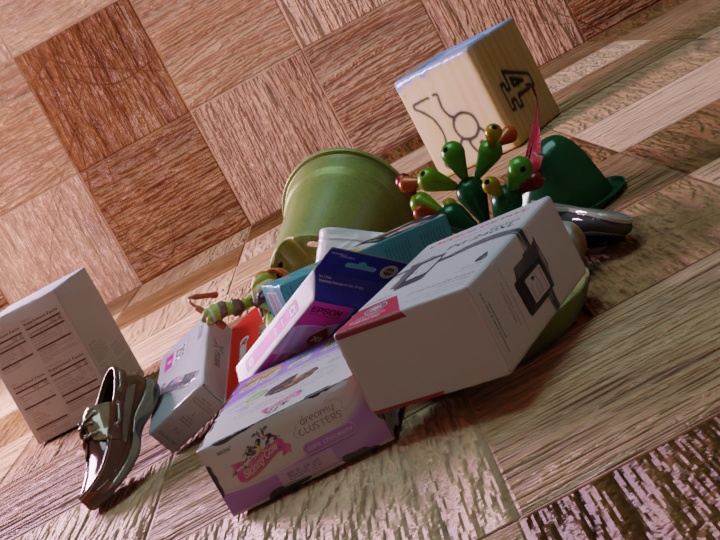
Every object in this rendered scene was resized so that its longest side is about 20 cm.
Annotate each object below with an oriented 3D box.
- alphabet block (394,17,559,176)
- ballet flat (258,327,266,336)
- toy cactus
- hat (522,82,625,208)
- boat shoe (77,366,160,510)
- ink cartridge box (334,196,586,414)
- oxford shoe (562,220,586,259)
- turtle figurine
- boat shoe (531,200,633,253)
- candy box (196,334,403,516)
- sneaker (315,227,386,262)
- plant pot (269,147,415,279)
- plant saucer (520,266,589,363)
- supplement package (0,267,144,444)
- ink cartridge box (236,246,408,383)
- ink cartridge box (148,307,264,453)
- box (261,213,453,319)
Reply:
[{"bbox_3d":[0.215,-0.317,2.449,0.194,0.201,0.196,-19,13,42],"label":"alphabet block"},{"bbox_3d":[-0.077,0.086,1.577,0.199,0.072,0.072,-18,14,46],"label":"ballet flat"},{"bbox_3d":[0.134,-0.069,1.464,0.199,0.166,0.102,-19,13,43],"label":"toy cactus"},{"bbox_3d":[0.215,-0.149,1.609,0.165,0.177,0.199,-36,12,-38],"label":"hat"},{"bbox_3d":[-0.289,0.187,1.510,0.076,0.072,0.201,-45,20,29],"label":"boat shoe"},{"bbox_3d":[0.091,0.027,1.146,0.145,0.084,0.200,-22,12,35],"label":"ink cartridge box"},{"bbox_3d":[0.162,-0.014,1.385,0.058,0.076,0.199,-28,11,-32],"label":"oxford shoe"},{"bbox_3d":[-0.082,0.044,1.500,0.198,0.065,0.162,-5,37,-28],"label":"turtle figurine"},{"bbox_3d":[0.230,-0.039,1.403,0.066,0.058,0.200,6,5,-16],"label":"boat shoe"},{"bbox_3d":[-0.046,0.128,1.235,0.167,0.072,0.200,-27,9,12],"label":"candy box"},{"bbox_3d":[0.036,0.015,1.632,0.198,0.117,0.074,4,-19,18],"label":"sneaker"},{"bbox_3d":[-0.036,-0.035,1.800,0.199,0.201,0.185,-24,22,27],"label":"plant pot"},{"bbox_3d":[0.127,0.057,1.229,0.199,0.031,0.200,-27,10,5],"label":"plant saucer"},{"bbox_3d":[-0.462,0.129,2.060,0.150,0.201,0.152,-26,9,12],"label":"supplement package"},{"bbox_3d":[-0.038,0.057,1.337,0.094,0.037,0.200,11,-47,-33],"label":"ink cartridge box"},{"bbox_3d":[-0.171,0.103,1.581,0.174,0.044,0.200,-44,19,14],"label":"ink cartridge box"},{"bbox_3d":[0.000,0.000,1.417,0.199,0.050,0.082,-24,6,-17],"label":"box"}]
